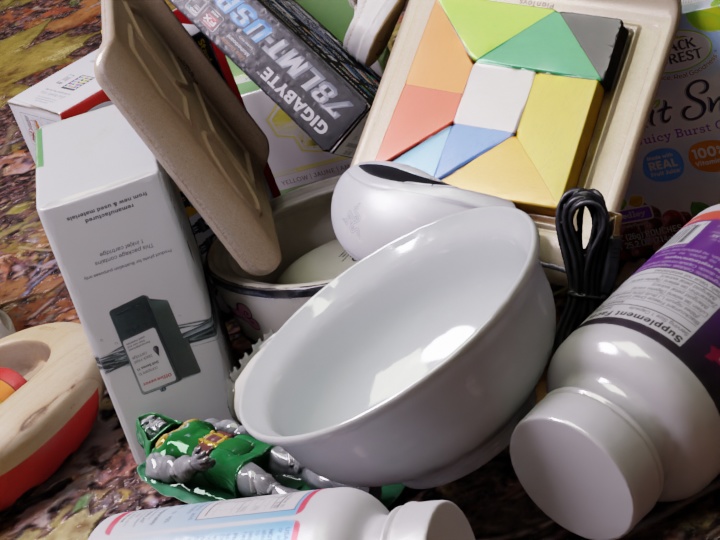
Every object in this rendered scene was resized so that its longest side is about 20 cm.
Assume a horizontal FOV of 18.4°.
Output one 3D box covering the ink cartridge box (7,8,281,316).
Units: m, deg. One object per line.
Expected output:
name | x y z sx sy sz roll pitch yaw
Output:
ink cartridge box | -0.130 -0.073 1.608 0.176 0.200 0.084 -35 28 -25

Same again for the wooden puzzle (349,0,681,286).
wooden puzzle | 0.089 -0.100 1.387 0.185 0.037 0.200 11 78 27

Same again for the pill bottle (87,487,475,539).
pill bottle | -0.042 0.172 1.172 0.200 0.109 0.109 -9 28 24

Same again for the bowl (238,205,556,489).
bowl | 0.037 0.059 1.259 0.201 0.090 0.201 -31 21 13

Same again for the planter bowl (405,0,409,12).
planter bowl | 0.110 -0.163 1.649 0.135 0.200 0.200 -34 8 49

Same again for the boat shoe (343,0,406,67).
boat shoe | 0.008 -0.227 1.624 0.069 0.071 0.200 22 45 -4

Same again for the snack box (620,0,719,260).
snack box | 0.221 -0.104 1.442 0.200 0.169 0.068 -11 27 20

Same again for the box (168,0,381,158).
box | -0.051 -0.155 1.552 0.050 0.200 0.199 -48 -11 8

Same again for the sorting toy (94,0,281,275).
sorting toy | -0.119 -0.101 1.462 0.036 0.185 0.200 -32 23 12

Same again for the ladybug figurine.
ladybug figurine | -0.247 0.110 1.489 0.136 0.072 0.200 7 37 46

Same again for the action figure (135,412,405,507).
action figure | -0.072 0.120 1.359 0.200 0.055 0.118 11 29 44

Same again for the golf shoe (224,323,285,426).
golf shoe | 0.008 0.067 1.382 0.200 0.077 0.088 -16 33 11

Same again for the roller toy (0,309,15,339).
roller toy | -0.358 0.033 1.644 0.182 0.140 0.200 -8 28 25

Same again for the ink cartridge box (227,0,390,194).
ink cartridge box | -0.049 -0.153 1.702 0.145 0.200 0.048 -13 29 17

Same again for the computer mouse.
computer mouse | 0.061 -0.012 1.344 0.200 0.110 0.044 15 19 26

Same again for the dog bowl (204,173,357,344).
dog bowl | 0.000 0.000 1.498 0.200 0.074 0.200 -13 21 5

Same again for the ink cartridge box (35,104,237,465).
ink cartridge box | -0.145 0.007 1.470 0.083 0.200 0.147 -18 26 -1

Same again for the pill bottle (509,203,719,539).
pill bottle | 0.174 0.058 1.230 0.111 0.111 0.200 7 38 45
